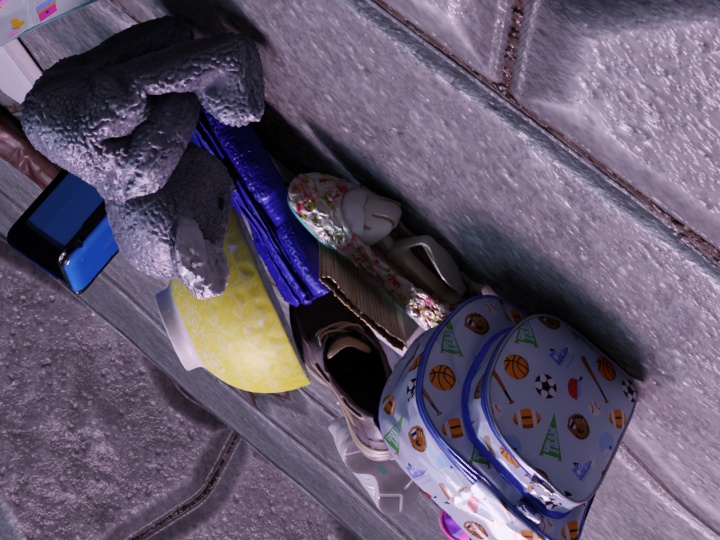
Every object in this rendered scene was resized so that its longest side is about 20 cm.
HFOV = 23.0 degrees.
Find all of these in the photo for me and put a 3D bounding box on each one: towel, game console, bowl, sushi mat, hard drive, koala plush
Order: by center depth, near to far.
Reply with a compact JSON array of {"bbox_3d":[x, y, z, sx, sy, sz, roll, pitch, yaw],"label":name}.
[{"bbox_3d":[-0.169,-0.079,1.437,0.177,0.182,0.202,24,135,55],"label":"koala plush"},{"bbox_3d":[0.000,0.000,1.535,0.096,0.012,0.200,43,-166,-16],"label":"sushi mat"},{"bbox_3d":[-0.095,-0.060,1.576,0.201,0.049,0.148,60,170,-4],"label":"towel"},{"bbox_3d":[-0.133,0.039,1.697,0.200,0.107,0.202,156,90,-89],"label":"bowl"},{"bbox_3d":[-0.258,-0.091,1.741,0.118,0.201,0.171,37,167,7],"label":"game console"},{"bbox_3d":[-0.418,-0.250,2.060,0.131,0.026,0.200,33,166,30],"label":"hard drive"}]

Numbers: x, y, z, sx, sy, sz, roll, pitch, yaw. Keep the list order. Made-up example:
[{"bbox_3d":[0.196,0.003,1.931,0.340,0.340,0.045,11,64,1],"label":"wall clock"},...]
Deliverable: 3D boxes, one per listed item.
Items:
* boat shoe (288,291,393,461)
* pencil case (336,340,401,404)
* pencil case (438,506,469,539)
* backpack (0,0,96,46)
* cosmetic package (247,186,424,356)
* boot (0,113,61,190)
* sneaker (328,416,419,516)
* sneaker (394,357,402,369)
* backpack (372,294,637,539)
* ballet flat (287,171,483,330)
[{"bbox_3d":[-0.006,0.079,1.611,0.201,0.074,0.074,54,163,34],"label":"boat shoe"},{"bbox_3d":[0.024,0.145,1.974,0.083,0.091,0.200,34,167,22],"label":"pencil case"},{"bbox_3d":[0.133,0.238,1.867,0.088,0.089,0.200,38,-173,7],"label":"pencil case"},{"bbox_3d":[-0.299,-0.251,1.328,0.175,0.200,0.154,34,150,30],"label":"backpack"},{"bbox_3d":[-0.018,-0.001,1.691,0.199,0.051,0.083,38,167,10],"label":"cosmetic package"},{"bbox_3d":[-0.455,-0.139,2.473,0.199,0.065,0.186,37,170,-6],"label":"boot"},{"bbox_3d":[0.020,0.270,2.484,0.080,0.070,0.201,48,174,48],"label":"sneaker"},{"bbox_3d":[0.131,0.117,1.570,0.199,0.092,0.076,39,173,4],"label":"sneaker"},{"bbox_3d":[0.116,0.121,1.425,0.190,0.201,0.154,35,138,-4],"label":"backpack"},{"bbox_3d":[0.029,-0.023,1.492,0.200,0.076,0.064,40,137,-17],"label":"ballet flat"}]
